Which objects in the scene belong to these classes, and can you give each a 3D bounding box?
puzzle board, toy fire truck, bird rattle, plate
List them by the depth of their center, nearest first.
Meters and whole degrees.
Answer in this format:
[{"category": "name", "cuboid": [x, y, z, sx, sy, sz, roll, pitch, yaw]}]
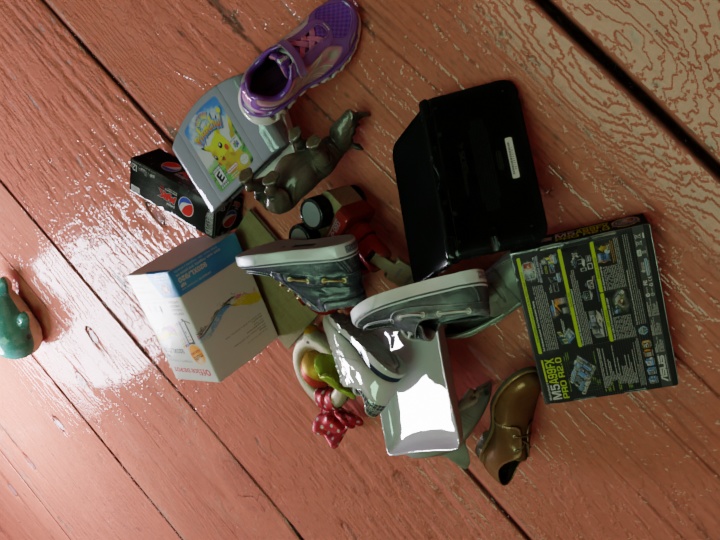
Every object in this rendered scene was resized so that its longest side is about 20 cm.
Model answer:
[{"category": "plate", "cuboid": [0.077, 0.150, 0.971, 0.199, 0.032, 0.204, -32, 64, 59]}, {"category": "toy fire truck", "cuboid": [0.000, 0.000, 0.996, 0.200, 0.128, 0.177, 47, 131, 20]}, {"category": "bird rattle", "cuboid": [-0.048, 0.177, 1.140, 0.163, 0.112, 0.202, 44, 144, 25]}, {"category": "puzzle board", "cuboid": [-0.149, 0.016, 1.164, 0.201, 0.017, 0.151, 49, 132, 7]}]

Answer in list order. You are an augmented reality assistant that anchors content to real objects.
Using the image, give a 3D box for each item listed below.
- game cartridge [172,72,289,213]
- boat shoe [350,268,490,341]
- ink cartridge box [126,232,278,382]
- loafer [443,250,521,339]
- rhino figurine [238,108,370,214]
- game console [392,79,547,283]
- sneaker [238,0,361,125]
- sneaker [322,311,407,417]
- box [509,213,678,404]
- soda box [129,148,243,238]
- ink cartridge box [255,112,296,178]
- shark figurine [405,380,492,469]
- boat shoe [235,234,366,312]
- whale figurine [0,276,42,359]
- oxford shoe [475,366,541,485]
[{"category": "game cartridge", "cuboid": [-0.195, -0.185, 0.999, 0.199, 0.040, 0.135, -33, 86, 41]}, {"category": "boat shoe", "cuboid": [0.073, 0.056, 0.872, 0.197, 0.071, 0.069, -18, 73, 30]}, {"category": "ink cartridge box", "cuboid": [-0.262, 0.062, 1.163, 0.146, 0.144, 0.203, -4, 114, 45]}, {"category": "loafer", "cuboid": [0.178, 0.032, 0.899, 0.070, 0.070, 0.200, 47, 130, 4]}, {"category": "rhino figurine", "cuboid": [-0.065, -0.152, 0.935, 0.060, 0.199, 0.088, 47, 172, 29]}, {"category": "game console", "cuboid": [0.125, -0.102, 0.854, 0.172, 0.116, 0.204, -12, 75, 11]}, {"category": "sneaker", "cuboid": [-0.079, -0.269, 0.880, 0.200, 0.088, 0.081, -42, 88, 2]}, {"category": "sneaker", "cuboid": [-0.011, 0.125, 1.010, 0.200, 0.075, 0.082, 46, 118, 54]}, {"category": "box", "cuboid": [0.275, 0.050, 0.822, 0.157, 0.044, 0.204, -13, 105, 19]}, {"category": "soda box", "cuboid": [-0.292, -0.131, 1.158, 0.198, 0.071, 0.064, 29, 125, 21]}, {"category": "ink cartridge box", "cuboid": [-0.161, -0.199, 1.035, 0.197, 0.067, 0.119, -7, 107, 39]}, {"category": "shark figurine", "cuboid": [0.117, 0.259, 1.022, 0.089, 0.129, 0.214, 44, 132, -7]}, {"category": "boat shoe", "cuboid": [-0.084, 0.009, 0.943, 0.197, 0.071, 0.093, -3, 108, 33]}, {"category": "whale figurine", "cuboid": [-0.845, 0.118, 1.654, 0.157, 0.103, 0.204, -2, 111, 36]}, {"category": "oxford shoe", "cuboid": [0.214, 0.215, 0.947, 0.072, 0.070, 0.203, -119, 27, -47]}]
